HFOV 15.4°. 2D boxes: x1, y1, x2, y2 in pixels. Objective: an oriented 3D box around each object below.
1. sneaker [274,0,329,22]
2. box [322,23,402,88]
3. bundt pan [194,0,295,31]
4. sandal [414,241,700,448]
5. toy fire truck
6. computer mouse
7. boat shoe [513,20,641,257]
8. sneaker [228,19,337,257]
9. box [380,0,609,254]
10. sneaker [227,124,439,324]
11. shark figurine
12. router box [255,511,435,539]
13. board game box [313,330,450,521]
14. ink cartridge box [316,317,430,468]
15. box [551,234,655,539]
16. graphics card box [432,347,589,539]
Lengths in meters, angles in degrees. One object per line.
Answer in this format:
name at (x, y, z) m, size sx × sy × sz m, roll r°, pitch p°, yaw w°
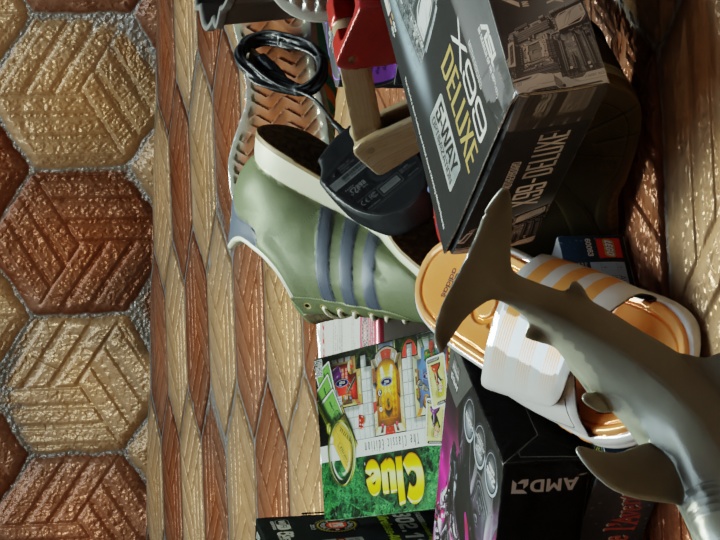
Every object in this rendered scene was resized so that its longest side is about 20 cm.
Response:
sneaker at (0.032, -0.210, 1.484) m, size 0.075 × 0.200 × 0.105 m, roll 50°, pitch -178°, yaw -6°
box at (0.029, -0.216, 1.642) m, size 0.201 × 0.105 × 0.123 m, roll -102°, pitch 17°, yaw -47°
bundt pan at (-0.048, -0.238, 1.567) m, size 0.202 × 0.075 × 0.203 m, roll -177°, pitch 90°, yaw -78°
sandal at (0.079, 0.028, 1.314) m, size 0.206 × 0.059 × 0.080 m, roll 23°, pitch 92°, yaw 49°
toy fire truck at (0.046, -0.084, 1.473) m, size 0.201 × 0.140 × 0.049 m, roll 99°, pitch 165°, yaw -44°
computer mouse at (-0.015, -0.083, 1.612) m, size 0.200 × 0.059 × 0.034 m, roll 50°, pitch 175°, yaw 38°
boat shoe at (0.103, -0.048, 1.394) m, size 0.200 × 0.073 × 0.065 m, roll 111°, pitch 164°, yaw -49°
sneaker at (-0.042, -0.105, 1.708) m, size 0.080 × 0.071 × 0.201 m, roll 5°, pitch -96°, yaw -73°
box at (0.056, -0.132, 1.295) m, size 0.158 × 0.049 × 0.201 m, roll 111°, pitch 148°, yaw -62°
sneaker at (0.000, 0.000, 1.623) m, size 0.067 × 0.200 × 0.090 m, roll -19°, pitch -38°, yaw -58°
shark figurine at (0.131, 0.042, 1.155) m, size 0.089 × 0.215 × 0.128 m, roll -42°, pitch 2°, yaw 26°
router box at (0.022, 0.206, 1.626) m, size 0.200 × 0.149 × 0.063 m, roll -127°, pitch 36°, yaw -71°
board game box at (0.025, 0.094, 1.593) m, size 0.200 × 0.023 × 0.105 m, roll -18°, pitch 77°, yaw 63°
ink cartridge box at (0.029, 0.075, 1.749) m, size 0.200 × 0.082 × 0.148 m, roll -175°, pitch 84°, yaw -79°
box at (0.115, 0.097, 1.411) m, size 0.200 × 0.037 × 0.137 m, roll 102°, pitch 163°, yaw -51°
graphics card box at (0.074, 0.148, 1.397) m, size 0.126 × 0.051 × 0.201 m, roll -109°, pitch 21°, yaw -58°
